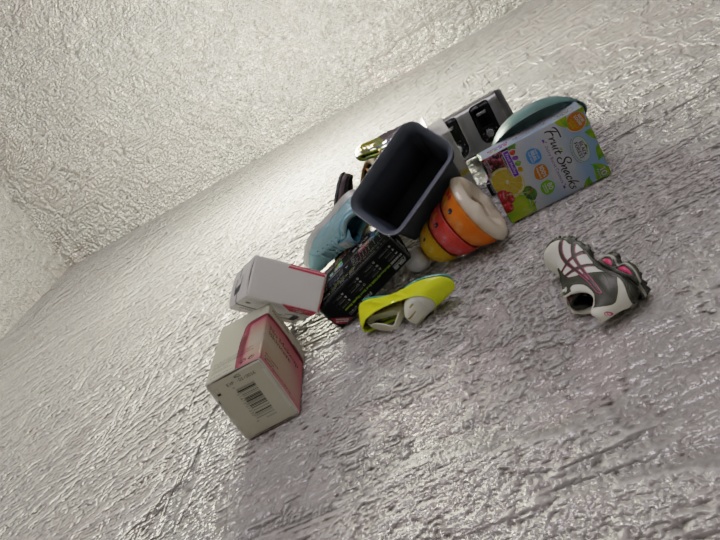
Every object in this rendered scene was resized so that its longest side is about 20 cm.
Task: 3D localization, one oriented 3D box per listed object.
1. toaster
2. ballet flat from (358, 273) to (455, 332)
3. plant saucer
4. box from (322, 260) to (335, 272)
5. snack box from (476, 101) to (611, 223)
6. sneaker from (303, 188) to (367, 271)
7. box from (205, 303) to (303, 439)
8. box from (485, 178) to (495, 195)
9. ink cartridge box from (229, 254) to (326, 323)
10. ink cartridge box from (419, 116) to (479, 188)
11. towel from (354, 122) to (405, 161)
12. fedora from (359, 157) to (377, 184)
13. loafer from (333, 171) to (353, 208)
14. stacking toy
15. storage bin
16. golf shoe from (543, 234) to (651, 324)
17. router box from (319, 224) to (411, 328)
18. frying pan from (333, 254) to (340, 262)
[{"bbox_3d":[0.279,-0.337,1.621,0.180,0.119,0.200,-25,6,24],"label":"toaster"},{"bbox_3d":[0.076,0.065,1.171,0.200,0.067,0.067,-19,46,36],"label":"ballet flat"},{"bbox_3d":[0.334,-0.274,1.307,0.199,0.036,0.200,-20,-19,-7],"label":"plant saucer"},{"bbox_3d":[-0.033,-0.007,1.490,0.200,0.041,0.039,-28,21,13],"label":"box"},{"bbox_3d":[0.335,-0.196,1.252,0.200,0.142,0.053,-27,22,13],"label":"snack box"},{"bbox_3d":[-0.044,-0.066,1.358,0.200,0.074,0.082,-56,40,19],"label":"sneaker"},{"bbox_3d":[-0.177,0.170,1.186,0.109,0.128,0.200,-28,22,10],"label":"box"},{"bbox_3d":[0.355,-0.243,1.474,0.143,0.036,0.200,-20,23,31],"label":"box"},{"bbox_3d":[-0.168,0.042,1.340,0.200,0.145,0.085,156,127,-69],"label":"ink cartridge box"},{"bbox_3d":[0.161,-0.224,1.472,0.125,0.200,0.129,-28,21,10],"label":"ink cartridge box"},{"bbox_3d":[0.053,-0.261,1.376,0.143,0.023,0.200,-25,14,4],"label":"towel"},{"bbox_3d":[0.055,-0.161,1.468,0.082,0.201,0.201,-1,16,-15],"label":"fedora"},{"bbox_3d":[-0.025,-0.121,1.542,0.063,0.201,0.072,10,15,16],"label":"loafer"},{"bbox_3d":[0.160,-0.062,1.272,0.200,0.146,0.146,-43,16,24],"label":"stacking toy"},{"bbox_3d":[0.090,-0.158,1.278,0.145,0.134,0.200,37,95,26],"label":"storage bin"},{"bbox_3d":[0.304,0.009,0.950,0.088,0.077,0.200,-42,22,-4],"label":"golf shoe"},{"bbox_3d":[0.000,0.000,1.335,0.200,0.062,0.150,-46,20,10],"label":"router box"},{"bbox_3d":[-0.033,-0.073,1.482,0.115,0.031,0.190,-36,-20,-5],"label":"frying pan"}]
